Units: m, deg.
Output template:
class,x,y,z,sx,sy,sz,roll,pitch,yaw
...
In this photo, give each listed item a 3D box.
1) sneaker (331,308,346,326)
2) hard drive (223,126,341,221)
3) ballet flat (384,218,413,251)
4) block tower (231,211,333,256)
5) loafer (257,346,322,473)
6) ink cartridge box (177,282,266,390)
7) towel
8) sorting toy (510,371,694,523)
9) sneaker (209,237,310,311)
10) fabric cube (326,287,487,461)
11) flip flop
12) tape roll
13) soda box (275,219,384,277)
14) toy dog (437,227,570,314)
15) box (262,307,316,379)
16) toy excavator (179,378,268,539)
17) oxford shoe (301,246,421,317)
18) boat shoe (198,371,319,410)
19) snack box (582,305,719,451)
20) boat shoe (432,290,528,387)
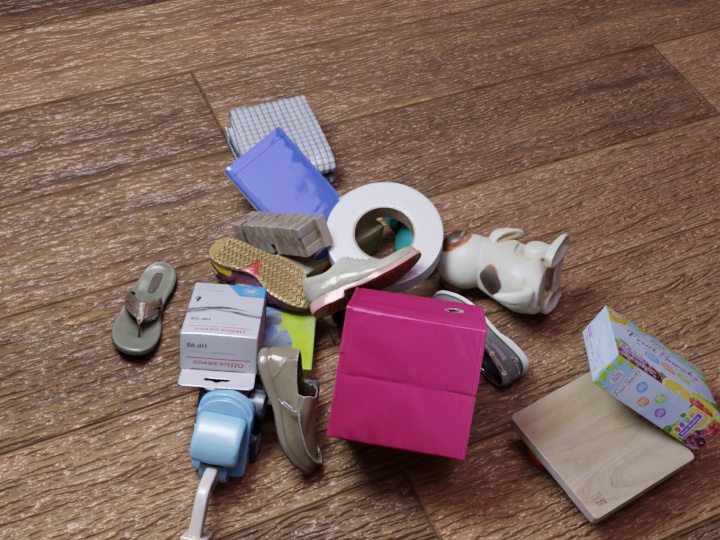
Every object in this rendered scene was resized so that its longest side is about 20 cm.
class,x,y,z,sx,sy,sz,roll,pitch,yaw
sneaker,0.010,0.089,1.671,0.079,0.074,0.200,-10,51,-20
hard drive,-0.127,-0.140,1.811,0.132,0.025,0.200,-42,90,-20
ballet flat,0.088,-0.074,1.828,0.069,0.070,0.200,-12,51,-15
block tower,-0.138,-0.063,1.728,0.200,0.054,0.058,4,33,45
loafer,-0.092,0.202,1.496,0.067,0.201,0.076,-18,11,10
ink cartridge box,-0.205,0.096,1.538,0.115,0.067,0.200,4,27,-2
towel,-0.153,-0.225,1.917,0.165,0.086,0.200,-16,54,-16
sorting toy,0.359,0.270,1.551,0.200,0.070,0.199,-24,56,-23
sneaker,-0.160,0.019,1.698,0.200,0.090,0.075,30,61,19
fabric cube,0.069,0.144,1.499,0.199,0.201,0.196,10,8,3
flip flop,-0.352,0.055,1.671,0.081,0.058,0.200,12,49,5
tape roll,0.039,-0.056,1.716,0.202,0.037,0.203,-1,61,2
soda box,-0.054,-0.031,1.771,0.200,0.064,0.068,-33,59,-28
toy dog,0.228,0.004,1.730,0.199,0.140,0.194,18,41,27
box,-0.174,0.115,1.645,0.199,0.048,0.122,5,49,-3
toy excavator,-0.210,0.277,1.457,0.099,0.195,0.200,12,21,5
oxford shoe,0.000,0.000,1.626,0.199,0.071,0.074,-25,69,-7
boat shoe,-0.159,0.173,1.572,0.200,0.072,0.066,15,71,0
snack box,0.445,0.162,1.570,0.200,0.068,0.169,35,23,-7
boat shoe,0.182,0.110,1.668,0.202,0.072,0.060,41,53,22
